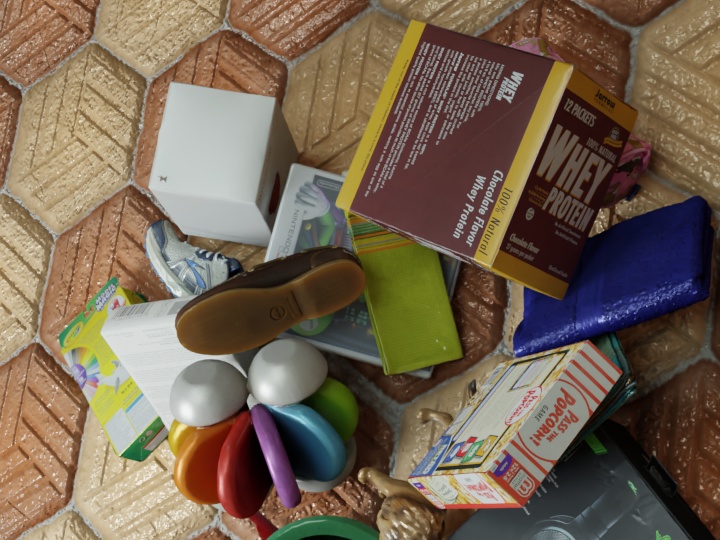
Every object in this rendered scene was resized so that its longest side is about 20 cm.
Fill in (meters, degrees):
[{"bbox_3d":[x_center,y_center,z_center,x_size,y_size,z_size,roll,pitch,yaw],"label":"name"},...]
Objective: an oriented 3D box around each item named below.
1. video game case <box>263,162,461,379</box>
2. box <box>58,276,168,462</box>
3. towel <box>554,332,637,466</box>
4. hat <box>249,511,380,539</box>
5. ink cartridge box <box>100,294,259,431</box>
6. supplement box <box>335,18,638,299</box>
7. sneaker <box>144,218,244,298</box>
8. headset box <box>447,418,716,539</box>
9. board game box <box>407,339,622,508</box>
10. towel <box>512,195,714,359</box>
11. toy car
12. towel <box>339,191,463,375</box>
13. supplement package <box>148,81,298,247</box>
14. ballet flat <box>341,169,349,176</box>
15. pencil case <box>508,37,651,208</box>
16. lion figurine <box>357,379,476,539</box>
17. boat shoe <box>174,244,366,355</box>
[{"bbox_3d":[0.000,0.000,1.670,0.199,0.023,0.183,15,82,-1],"label":"video game case"},{"bbox_3d":[-0.275,0.112,1.877,0.117,0.048,0.200,-45,58,15],"label":"box"},{"bbox_3d":[0.189,0.118,1.490,0.022,0.200,0.147,43,103,-9],"label":"towel"},{"bbox_3d":[-0.025,0.288,1.662,0.200,0.176,0.166,38,109,-5],"label":"hat"},{"bbox_3d":[-0.168,0.117,1.735,0.160,0.200,0.050,-9,37,36],"label":"ink cartridge box"},{"bbox_3d":[0.120,-0.106,1.524,0.200,0.133,0.198,23,90,39],"label":"supplement box"},{"bbox_3d":[-0.173,0.009,1.834,0.085,0.077,0.200,-39,64,6],"label":"sneaker"},{"bbox_3d":[0.213,0.252,1.467,0.200,0.093,0.174,-45,56,13],"label":"headset box"},{"bbox_3d":[0.133,0.141,1.432,0.152,0.046,0.200,-50,7,-17],"label":"board game box"},{"bbox_3d":[0.244,0.014,1.524,0.200,0.050,0.148,-23,31,29],"label":"towel"},{"bbox_3d":[-0.097,0.179,1.618,0.199,0.176,0.150,-15,33,3],"label":"toy car"},{"bbox_3d":[0.042,0.002,1.648,0.086,0.018,0.201,-14,85,0],"label":"towel"},{"bbox_3d":[-0.144,-0.111,1.747,0.119,0.200,0.122,9,79,7],"label":"supplement package"},{"bbox_3d":[-0.024,-0.066,1.759,0.200,0.068,0.075,-38,37,20],"label":"ballet flat"},{"bbox_3d":[0.206,-0.151,1.612,0.200,0.086,0.083,51,123,33],"label":"pencil case"},{"bbox_3d":[0.080,0.201,1.554,0.200,0.072,0.122,-49,41,-9],"label":"lion figurine"},{"bbox_3d":[-0.093,0.028,1.621,0.199,0.071,0.070,-16,27,-8],"label":"boat shoe"}]
